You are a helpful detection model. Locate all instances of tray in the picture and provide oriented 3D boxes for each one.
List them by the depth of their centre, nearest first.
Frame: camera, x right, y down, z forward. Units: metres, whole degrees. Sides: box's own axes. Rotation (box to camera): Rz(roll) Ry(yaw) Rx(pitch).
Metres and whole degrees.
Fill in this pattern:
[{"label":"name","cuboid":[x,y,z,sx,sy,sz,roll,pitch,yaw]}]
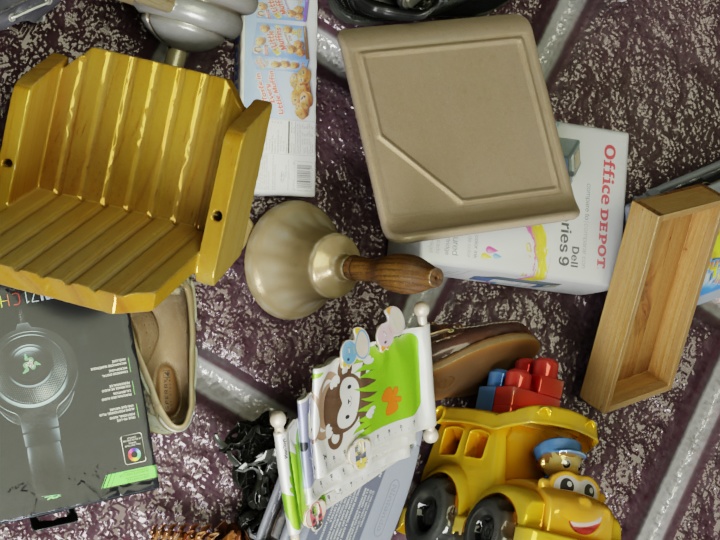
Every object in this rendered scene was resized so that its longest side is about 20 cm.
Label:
[{"label":"tray","cuboid":[0.262,0.025,1.620,0.098,0.037,0.202,-14,127,-40]}]

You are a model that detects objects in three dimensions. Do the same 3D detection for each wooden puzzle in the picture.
[{"label":"wooden puzzle","cuboid":[0.082,-0.123,1.545,0.183,0.037,0.202,-8,73,-23]}]

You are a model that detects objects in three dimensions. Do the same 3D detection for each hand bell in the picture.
[{"label":"hand bell","cuboid":[0.000,0.000,1.499,0.103,0.199,0.105,-5,98,-37]}]

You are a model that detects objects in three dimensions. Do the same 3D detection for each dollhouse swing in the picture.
[{"label":"dollhouse swing","cuboid":[-0.202,-0.076,1.410,0.198,0.176,0.184,14,97,13]}]

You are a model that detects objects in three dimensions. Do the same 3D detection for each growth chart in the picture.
[{"label":"growth chart","cuboid":[-0.002,0.119,1.452,0.199,0.018,0.146,-33,123,-38]}]

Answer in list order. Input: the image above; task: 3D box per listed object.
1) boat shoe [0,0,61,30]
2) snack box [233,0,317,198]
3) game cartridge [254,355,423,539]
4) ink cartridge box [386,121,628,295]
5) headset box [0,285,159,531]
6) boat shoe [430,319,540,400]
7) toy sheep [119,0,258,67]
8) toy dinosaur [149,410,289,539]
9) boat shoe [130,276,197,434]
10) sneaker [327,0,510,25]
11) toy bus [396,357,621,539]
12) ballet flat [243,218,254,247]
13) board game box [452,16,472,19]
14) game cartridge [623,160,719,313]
[{"label":"boat shoe","cuboid":[-0.288,-0.238,1.511,0.199,0.073,0.063,-24,138,-24]},{"label":"snack box","cuboid":[-0.075,-0.166,1.587,0.071,0.024,0.202,2,86,-18]},{"label":"game cartridge","cuboid":[-0.015,0.184,1.494,0.133,0.041,0.202,30,79,-52]},{"label":"ink cartridge box","cuboid":[0.134,-0.063,1.622,0.198,0.087,0.147,8,83,-20]},{"label":"headset box","cuboid":[-0.268,0.109,1.465,0.173,0.093,0.202,-9,90,-19]},{"label":"boat shoe","cuboid":[0.063,0.078,1.598,0.198,0.071,0.071,-16,52,-26]},{"label":"toy sheep","cuboid":[-0.141,-0.256,1.517,0.137,0.138,0.202,17,96,-18]},{"label":"toy dinosaur","cuboid":[-0.074,0.204,1.533,0.199,0.102,0.137,-17,110,-41]},{"label":"boat shoe","cuboid":[-0.168,0.037,1.520,0.073,0.063,0.202,-11,90,-19]},{"label":"sneaker","cuboid":[0.077,-0.257,1.579,0.197,0.114,0.077,-9,100,-13]},{"label":"toy bus","cuboid":[0.144,0.168,1.545,0.135,0.199,0.194,19,80,-30]},{"label":"ballet flat","cuboid":[-0.155,-0.099,1.542,0.063,0.068,0.201,-36,104,-40]},{"label":"board game box","cuboid":[0.046,-0.325,1.641,0.199,0.023,0.105,37,75,-14]},{"label":"game cartridge","cuboid":[0.333,-0.037,1.684,0.199,0.040,0.134,-22,132,-19]}]
